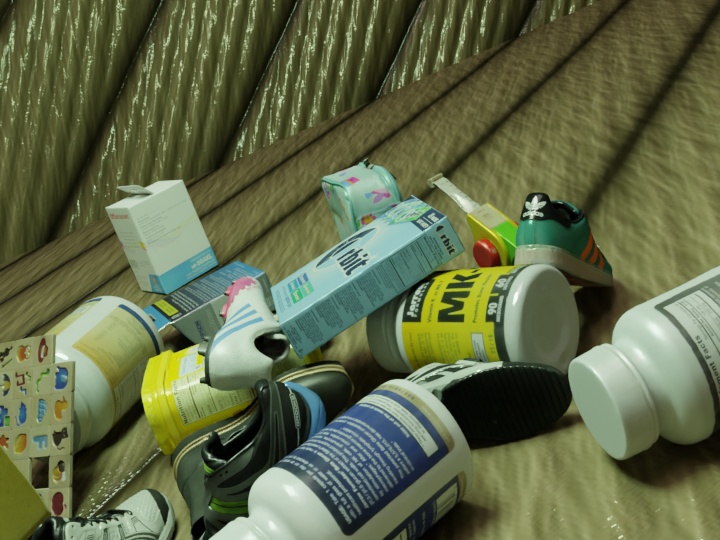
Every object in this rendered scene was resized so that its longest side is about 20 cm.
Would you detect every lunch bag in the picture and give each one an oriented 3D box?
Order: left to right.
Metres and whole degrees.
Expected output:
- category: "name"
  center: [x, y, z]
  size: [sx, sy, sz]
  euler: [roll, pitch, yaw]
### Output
- category: "lunch bag"
  center: [0.020, -0.038, 1.155]
  size: [0.076, 0.204, 0.160]
  euler: [-20, 15, -8]

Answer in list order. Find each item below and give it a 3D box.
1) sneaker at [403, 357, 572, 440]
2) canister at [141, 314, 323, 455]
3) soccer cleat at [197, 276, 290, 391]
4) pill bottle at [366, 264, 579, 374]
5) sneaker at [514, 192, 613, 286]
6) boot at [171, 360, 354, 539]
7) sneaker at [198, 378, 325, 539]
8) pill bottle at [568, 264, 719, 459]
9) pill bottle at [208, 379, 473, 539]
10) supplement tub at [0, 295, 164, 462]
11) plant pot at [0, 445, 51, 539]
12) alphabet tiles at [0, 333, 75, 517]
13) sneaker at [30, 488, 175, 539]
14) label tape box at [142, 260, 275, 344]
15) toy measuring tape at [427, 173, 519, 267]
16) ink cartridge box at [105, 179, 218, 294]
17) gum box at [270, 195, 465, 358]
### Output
- category: "sneaker"
  center: [0.095, 0.109, 0.840]
  size: [0.196, 0.075, 0.089]
  euler: [-14, 20, 21]
- category: "canister"
  center: [-0.142, 0.122, 1.068]
  size: [0.196, 0.088, 0.149]
  euler: [-20, 17, -1]
- category: "soccer cleat"
  center: [-0.112, 0.069, 0.980]
  size: [0.084, 0.071, 0.201]
  euler: [3, 25, 3]
- category: "pill bottle"
  center: [0.107, 0.056, 0.922]
  size: [0.197, 0.116, 0.114]
  euler: [-4, 23, 44]
- category: "sneaker"
  center: [0.219, -0.029, 0.965]
  size: [0.070, 0.082, 0.199]
  euler: [1, -8, 31]
- category: "boot"
  center: [-0.080, 0.177, 0.874]
  size: [0.198, 0.078, 0.138]
  euler: [-34, 24, -3]
- category: "sneaker"
  center: [-0.105, 0.178, 0.762]
  size: [0.202, 0.082, 0.071]
  euler: [-61, 18, 3]
- category: "pill bottle"
  center: [0.265, 0.064, 0.711]
  size: [0.197, 0.113, 0.111]
  euler: [-24, 17, -9]
- category: "pill bottle"
  center: [-0.016, 0.179, 0.699]
  size: [0.198, 0.113, 0.110]
  euler: [-32, 20, -32]
- category: "supplement tub"
  center: [-0.353, 0.135, 1.174]
  size: [0.142, 0.147, 0.200]
  euler: [-13, 19, 23]
- category: "plant pot"
  center: [-0.476, 0.253, 0.919]
  size: [0.191, 0.198, 0.201]
  euler: [-10, 31, 31]
- category: "alphabet tiles"
  center: [-0.381, 0.178, 1.042]
  size: [0.164, 0.205, 0.007]
  euler: [-11, -16, 31]
- category: "sneaker"
  center: [-0.239, 0.244, 0.816]
  size: [0.074, 0.089, 0.200]
  euler: [-13, 18, 30]
- category: "label tape box"
  center: [-0.238, 0.063, 1.394]
  size: [0.198, 0.067, 0.143]
  euler: [-30, 19, -18]
- category: "toy measuring tape"
  center: [0.155, -0.050, 1.191]
  size: [0.073, 0.075, 0.200]
  euler: [-28, 48, -24]
- category: "ink cartridge box"
  center: [-0.379, -0.077, 1.742]
  size: [0.124, 0.204, 0.127]
  euler: [-30, 20, -30]
- category: "gum box"
  center: [0.000, 0.000, 0.987]
  size: [0.198, 0.045, 0.170]
  euler: [-32, 14, -1]
